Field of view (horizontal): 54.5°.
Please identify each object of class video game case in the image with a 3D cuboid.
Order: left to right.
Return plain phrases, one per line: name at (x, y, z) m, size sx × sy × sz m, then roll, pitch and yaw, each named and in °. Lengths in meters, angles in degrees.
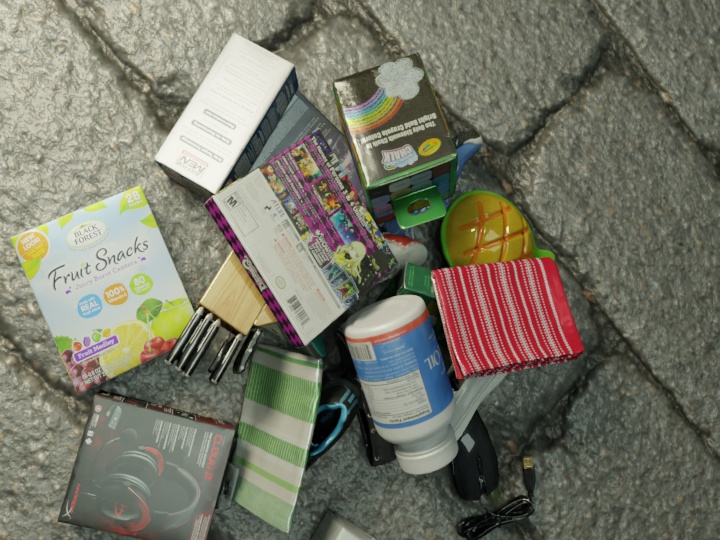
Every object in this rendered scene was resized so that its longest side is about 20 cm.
video game case at (-0.064, -0.042, 0.847) m, size 0.181 × 0.036 × 0.203 m, roll -39°, pitch 102°, yaw -33°
video game case at (-0.071, -0.140, 0.979) m, size 0.199 × 0.019 × 0.144 m, roll 42°, pitch 76°, yaw -11°

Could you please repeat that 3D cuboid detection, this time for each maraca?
maraca at (0.199, -0.024, 1.005) m, size 0.199 × 0.107 × 0.138 m, roll 41°, pitch 80°, yaw -10°

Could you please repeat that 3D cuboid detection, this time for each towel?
towel at (-0.112, 0.201, 0.880) m, size 0.023 × 0.150 × 0.206 m, roll 20°, pitch 79°, yaw -40°
towel at (0.195, 0.057, 0.916) m, size 0.195 × 0.022 × 0.148 m, roll -6°, pitch 71°, yaw -24°

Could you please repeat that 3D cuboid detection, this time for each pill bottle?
pill bottle at (0.058, 0.145, 0.882) m, size 0.110 × 0.112 × 0.205 m, roll -23°, pitch 103°, yaw -17°

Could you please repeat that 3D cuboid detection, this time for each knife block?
knife block at (-0.164, 0.028, 0.849) m, size 0.171 × 0.064 × 0.206 m, roll -12°, pitch 86°, yaw -20°

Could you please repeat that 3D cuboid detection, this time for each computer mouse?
computer mouse at (0.192, 0.280, 1.013) m, size 0.137 × 0.046 × 0.206 m, roll -11°, pitch 89°, yaw -16°

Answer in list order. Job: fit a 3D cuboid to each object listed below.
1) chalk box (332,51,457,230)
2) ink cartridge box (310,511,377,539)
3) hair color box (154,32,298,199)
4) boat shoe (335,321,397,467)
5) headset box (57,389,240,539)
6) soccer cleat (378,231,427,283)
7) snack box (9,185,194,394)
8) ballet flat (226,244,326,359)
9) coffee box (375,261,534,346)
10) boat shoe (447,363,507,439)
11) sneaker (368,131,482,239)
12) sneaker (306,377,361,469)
chalk box at (0.052, -0.148, 0.906) m, size 0.122 × 0.124 × 0.205 m, roll -17°, pitch 73°, yaw 1°
ink cartridge box at (-0.030, 0.449, 0.915) m, size 0.144 × 0.083 × 0.202 m, roll 36°, pitch 77°, yaw -11°
hair color box at (-0.172, -0.196, 0.918) m, size 0.098 × 0.061 × 0.203 m, roll 28°, pitch 78°, yaw 8°
boat shoe at (0.000, 0.173, 0.957) m, size 0.065 × 0.070 × 0.205 m, roll -24°, pitch 100°, yaw -18°
headset box at (-0.250, 0.248, 0.868) m, size 0.195 × 0.075 × 0.153 m, roll 18°, pitch 81°, yaw -14°
soccer cleat at (0.000, 0.000, 0.943) m, size 0.194 × 0.086 × 0.070 m, roll -4°, pitch 132°, yaw -11°
snack box at (-0.310, 0.023, 0.871) m, size 0.166 × 0.068 × 0.204 m, roll -25°, pitch 92°, yaw -16°
ballet flat at (-0.116, 0.041, 0.939) m, size 0.063 × 0.067 × 0.204 m, roll -27°, pitch 94°, yaw 11°
coffee box at (0.127, 0.060, 0.970) m, size 0.195 × 0.123 × 0.045 m, roll 17°, pitch 57°, yaw -13°
boat shoe at (0.129, 0.166, 0.956) m, size 0.068 × 0.072 × 0.201 m, roll 31°, pitch 108°, yaw -26°
sneaker at (0.103, -0.120, 1.002) m, size 0.199 × 0.076 × 0.077 m, roll -42°, pitch 94°, yaw -4°
sneaker at (-0.082, 0.220, 0.897) m, size 0.073 × 0.082 × 0.200 m, roll 42°, pitch 97°, yaw -1°
